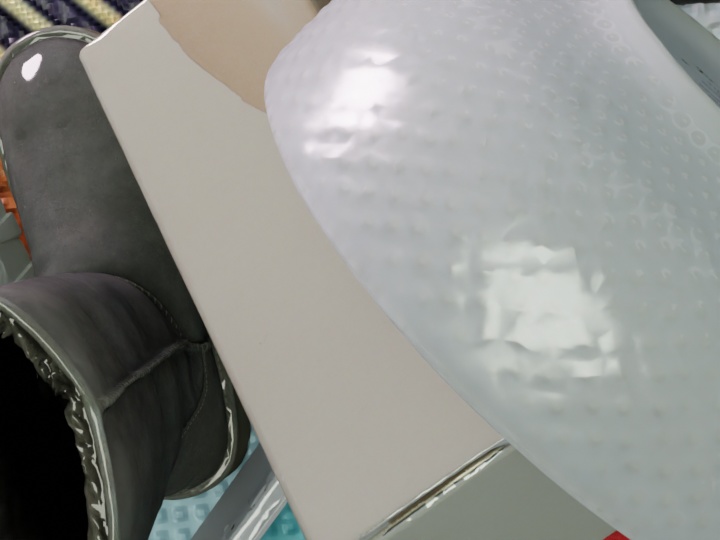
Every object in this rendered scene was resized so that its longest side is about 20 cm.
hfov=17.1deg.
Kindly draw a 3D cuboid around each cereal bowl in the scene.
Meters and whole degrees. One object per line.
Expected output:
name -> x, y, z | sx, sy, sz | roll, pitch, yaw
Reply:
cereal bowl -> 0.075, -0.014, 0.631 | 0.200, 0.200, 0.083 | 46, 107, 6

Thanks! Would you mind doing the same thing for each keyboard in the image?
keyboard -> -0.079, 0.137, 0.806 | 0.011, 0.056, 0.200 | 35, 98, -10

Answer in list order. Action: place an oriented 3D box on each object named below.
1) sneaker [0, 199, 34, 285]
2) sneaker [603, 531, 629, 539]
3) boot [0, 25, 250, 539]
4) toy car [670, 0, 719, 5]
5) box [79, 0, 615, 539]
sneaker -> -0.156, 0.018, 0.820 | 0.080, 0.076, 0.201 | -20, 88, 29
sneaker -> 0.118, 0.064, 0.762 | 0.199, 0.077, 0.085 | -8, 112, 18
boot -> -0.093, 0.009, 0.729 | 0.072, 0.200, 0.182 | -23, 89, 15
toy car -> 0.164, -0.059, 0.702 | 0.199, 0.158, 0.165 | -3, 107, 26
box -> 0.000, 0.000, 0.721 | 0.078, 0.095, 0.200 | -36, 59, 13
